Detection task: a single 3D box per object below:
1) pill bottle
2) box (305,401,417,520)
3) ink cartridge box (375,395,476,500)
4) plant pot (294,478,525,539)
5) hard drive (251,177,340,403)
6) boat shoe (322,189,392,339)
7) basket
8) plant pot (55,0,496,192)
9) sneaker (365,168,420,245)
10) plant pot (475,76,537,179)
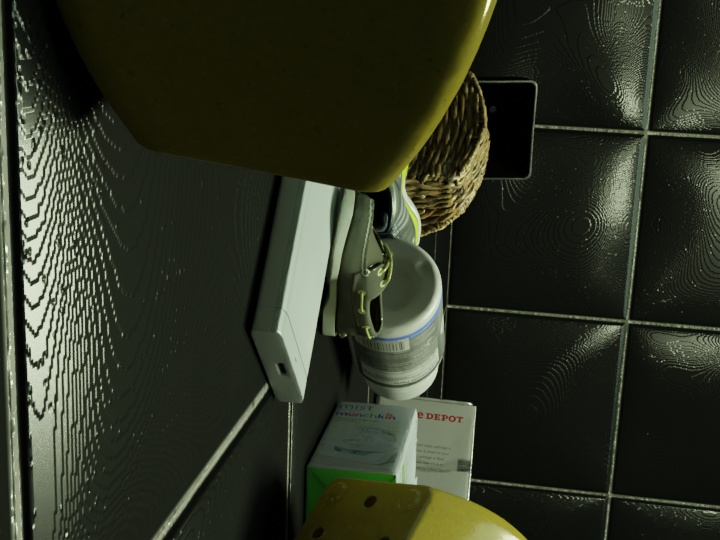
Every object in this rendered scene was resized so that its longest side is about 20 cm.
[{"bbox_3d":[0.038,0.062,1.193,0.201,0.112,0.115,80,17,-60],"label":"pill bottle"},{"bbox_3d":[0.004,0.265,1.128,0.177,0.095,0.204,-60,153,-72],"label":"box"},{"bbox_3d":[0.086,0.287,1.521,0.083,0.144,0.204,67,30,-74],"label":"ink cartridge box"},{"bbox_3d":[0.034,0.285,0.887,0.201,0.192,0.196,57,49,-28],"label":"plant pot"},{"bbox_3d":[-0.049,-0.013,0.862,0.132,0.026,0.203,80,16,-61],"label":"hard drive"},{"bbox_3d":[0.000,-0.003,1.000,0.203,0.059,0.073,98,3,-55],"label":"boat shoe"},{"bbox_3d":[0.095,-0.143,1.377,0.150,0.140,0.202,83,15,-51],"label":"basket"},{"bbox_3d":[-0.022,-0.152,0.455,0.195,0.192,0.203,-71,170,-59],"label":"plant pot"},{"bbox_3d":[0.021,-0.064,1.206,0.202,0.073,0.082,75,26,-45],"label":"sneaker"},{"bbox_3d":[0.246,-0.311,2.202,0.178,0.196,0.203,-93,-177,-67],"label":"plant pot"}]
